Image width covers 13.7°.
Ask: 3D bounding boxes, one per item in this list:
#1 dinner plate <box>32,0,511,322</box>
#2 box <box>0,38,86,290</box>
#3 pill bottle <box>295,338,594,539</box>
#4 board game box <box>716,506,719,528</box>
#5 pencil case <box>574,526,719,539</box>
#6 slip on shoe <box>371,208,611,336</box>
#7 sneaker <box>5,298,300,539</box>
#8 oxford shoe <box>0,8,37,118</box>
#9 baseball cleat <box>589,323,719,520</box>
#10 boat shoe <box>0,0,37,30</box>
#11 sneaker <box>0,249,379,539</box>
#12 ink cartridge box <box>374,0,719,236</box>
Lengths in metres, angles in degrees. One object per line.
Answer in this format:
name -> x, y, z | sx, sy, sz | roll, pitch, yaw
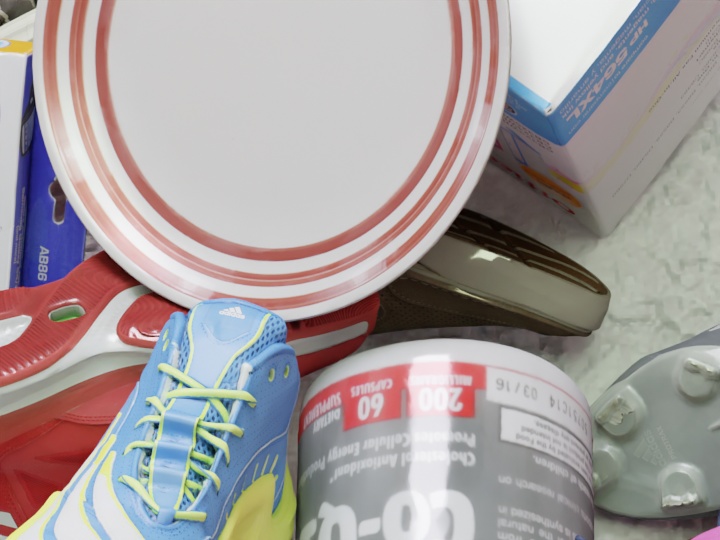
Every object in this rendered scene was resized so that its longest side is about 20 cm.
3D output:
dinner plate -> -0.032, -0.081, 1.109 | 0.199, 0.024, 0.202 | -1, 89, 25
box -> -0.209, -0.039, 1.202 | 0.199, 0.041, 0.120 | 7, 102, 6
pill bottle -> 0.030, 0.138, 1.095 | 0.113, 0.114, 0.201 | 1, 60, 1
board game box -> 0.204, 0.069, 1.108 | 0.135, 0.035, 0.201 | 8, 102, 6
pencil case -> 0.181, 0.113, 1.057 | 0.199, 0.091, 0.094 | -15, 21, 7
slip on shoe -> 0.000, 0.000, 1.207 | 0.199, 0.076, 0.061 | 16, 102, 1
sneaker -> -0.071, 0.064, 1.029 | 0.075, 0.200, 0.106 | 10, 99, 12
oxford shoe -> -0.079, -0.097, 1.213 | 0.199, 0.075, 0.058 | -26, 73, 32
baseball cleat -> 0.179, 0.040, 1.179 | 0.199, 0.106, 0.070 | -26, 86, 17
boat shoe -> -0.213, -0.153, 1.284 | 0.200, 0.072, 0.060 | 37, 68, 24
sneaker -> -0.090, 0.057, 1.156 | 0.199, 0.116, 0.078 | -9, 37, -16
ink cartridge box -> 0.077, -0.112, 1.198 | 0.128, 0.200, 0.125 | 36, 84, 19
